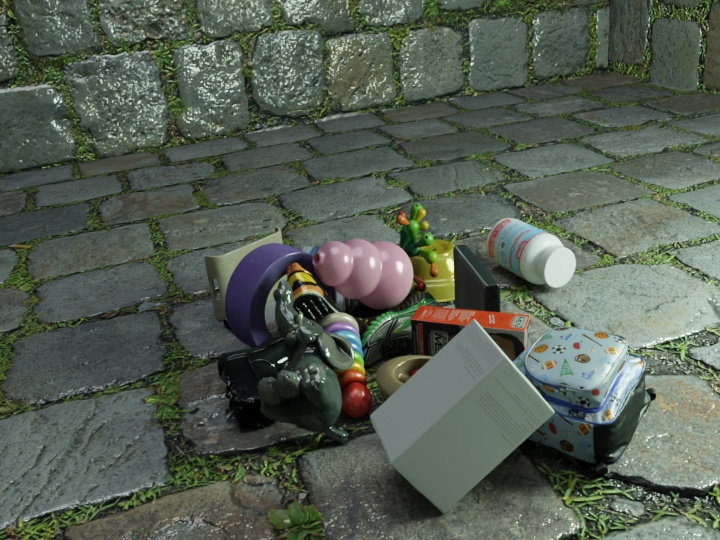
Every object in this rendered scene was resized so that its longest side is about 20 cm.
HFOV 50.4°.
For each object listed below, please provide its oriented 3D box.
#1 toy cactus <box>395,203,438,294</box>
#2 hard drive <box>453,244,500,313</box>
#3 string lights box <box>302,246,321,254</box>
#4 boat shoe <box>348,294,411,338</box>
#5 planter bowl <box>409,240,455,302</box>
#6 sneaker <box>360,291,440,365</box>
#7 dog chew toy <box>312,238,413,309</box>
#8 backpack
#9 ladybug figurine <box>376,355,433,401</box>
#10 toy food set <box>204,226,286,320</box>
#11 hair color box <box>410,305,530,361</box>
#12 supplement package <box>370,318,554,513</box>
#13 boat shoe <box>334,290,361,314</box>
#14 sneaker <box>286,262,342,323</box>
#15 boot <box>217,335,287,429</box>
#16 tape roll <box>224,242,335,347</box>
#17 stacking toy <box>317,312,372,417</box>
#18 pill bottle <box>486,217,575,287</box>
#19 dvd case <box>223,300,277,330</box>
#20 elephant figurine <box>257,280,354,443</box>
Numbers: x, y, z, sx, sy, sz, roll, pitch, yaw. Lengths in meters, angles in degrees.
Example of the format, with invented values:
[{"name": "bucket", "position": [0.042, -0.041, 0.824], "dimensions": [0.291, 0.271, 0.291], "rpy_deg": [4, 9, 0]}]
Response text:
[{"name": "toy cactus", "position": [0.090, -0.035, 1.587], "dimensions": [0.101, 0.204, 0.164], "rpy_deg": [6, -21, -31]}, {"name": "hard drive", "position": [0.215, 0.053, 1.416], "dimensions": [0.032, 0.142, 0.201], "rpy_deg": [-7, 22, -7]}, {"name": "string lights box", "position": [-0.042, -0.012, 1.737], "dimensions": [0.195, 0.060, 0.103], "rpy_deg": [-1, 22, 10]}, {"name": "boat shoe", "position": [0.040, 0.078, 1.485], "dimensions": [0.069, 0.072, 0.199], "rpy_deg": [21, 32, 27]}, {"name": "planter bowl", "position": [0.161, -0.011, 1.655], "dimensions": [0.196, 0.085, 0.201], "rpy_deg": [-4, 23, 2]}, {"name": "sneaker", "position": [0.077, 0.114, 1.389], "dimensions": [0.198, 0.079, 0.085], "rpy_deg": [-30, 59, -23]}, {"name": "dog chew toy", "position": [0.000, 0.000, 1.383], "dimensions": [0.197, 0.127, 0.124], "rpy_deg": [13, 9, -36]}, {"name": "backpack", "position": [0.302, 0.176, 1.109], "dimensions": [0.188, 0.157, 0.199], "rpy_deg": [0, 24, 41]}, {"name": "ladybug figurine", "position": [0.112, 0.194, 1.196], "dimensions": [0.198, 0.073, 0.135], "rpy_deg": [15, 30, 41]}, {"name": "toy food set", "position": [-0.239, 0.004, 1.636], "dimensions": [0.060, 0.146, 0.198], "rpy_deg": [16, 31, 41]}, {"name": "hair color box", "position": [0.188, 0.125, 1.304], "dimensions": [0.196, 0.104, 0.061], "rpy_deg": [3, 23, 22]}, {"name": "supplement package", "position": [0.131, 0.191, 1.019], "dimensions": [0.200, 0.121, 0.120], "rpy_deg": [-43, 24, 4]}, {"name": "boat shoe", "position": [-0.015, 0.061, 1.532], "dimensions": [0.067, 0.075, 0.199], "rpy_deg": [5, 4, 3]}, {"name": "sneaker", "position": [-0.079, 0.055, 1.373], "dimensions": [0.069, 0.201, 0.091], "rpy_deg": [-23, 60, 4]}, {"name": "boot", "position": [-0.143, 0.183, 1.288], "dimensions": [0.194, 0.075, 0.162], "rpy_deg": [-12, 26, -19]}, {"name": "tape roll", "position": [-0.147, 0.057, 1.416], "dimensions": [0.198, 0.204, 0.084], "rpy_deg": [-23, 27, -36]}, {"name": "stacking toy", "position": [-0.022, 0.164, 1.279], "dimensions": [0.084, 0.087, 0.201], "rpy_deg": [-10, 39, -10]}, {"name": "pill bottle", "position": [0.363, -0.036, 1.631], "dimensions": [0.107, 0.111, 0.200], "rpy_deg": [-15, 24, -21]}, {"name": "dvd case", "position": [-0.163, 0.095, 1.567], "dimensions": [0.197, 0.018, 0.142], "rpy_deg": [-20, 26, -31]}, {"name": "elephant figurine", "position": [-0.078, 0.137, 1.196], "dimensions": [0.138, 0.157, 0.202], "rpy_deg": [3, 39, 8]}]
